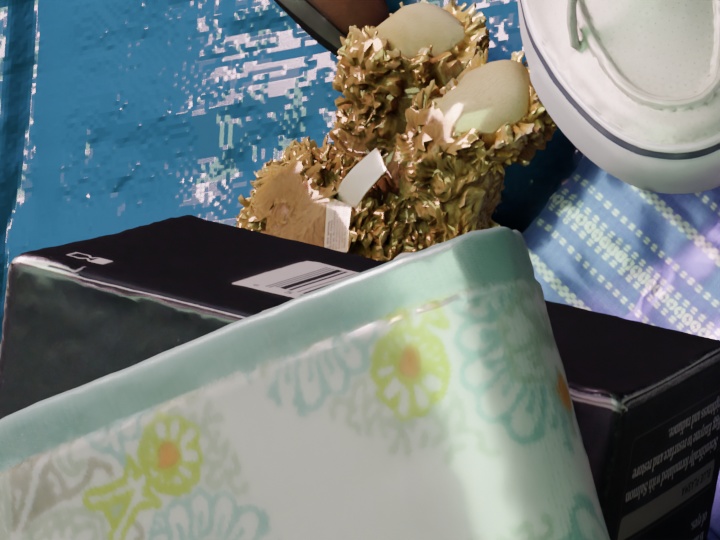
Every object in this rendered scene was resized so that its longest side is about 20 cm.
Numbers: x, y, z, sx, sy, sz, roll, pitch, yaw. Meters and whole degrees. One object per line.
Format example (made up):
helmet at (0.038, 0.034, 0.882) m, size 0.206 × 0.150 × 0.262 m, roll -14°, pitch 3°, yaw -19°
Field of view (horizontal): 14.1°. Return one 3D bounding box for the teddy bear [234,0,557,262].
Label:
teddy bear at (0.000, 0.000, 0.999) m, size 0.145 × 0.067 × 0.201 m, roll 18°, pitch 86°, yaw 46°

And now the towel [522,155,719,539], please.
towel at (0.136, -0.022, 0.944) m, size 0.200 × 0.024 × 0.145 m, roll -52°, pitch 56°, yaw 10°

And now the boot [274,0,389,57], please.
boot at (0.023, -0.193, 1.065) m, size 0.200 × 0.068 × 0.189 m, roll -34°, pitch 56°, yaw 9°

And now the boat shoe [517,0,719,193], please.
boat shoe at (0.084, -0.123, 0.939) m, size 0.074 × 0.086 × 0.203 m, roll -8°, pitch 53°, yaw -3°

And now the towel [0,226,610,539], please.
towel at (-0.015, 0.098, 0.783) m, size 0.199 × 0.048 × 0.172 m, roll -22°, pitch 81°, yaw 36°

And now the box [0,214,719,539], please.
box at (-0.007, 0.103, 0.887) m, size 0.196 × 0.117 × 0.201 m, roll 13°, pitch 102°, yaw 22°
